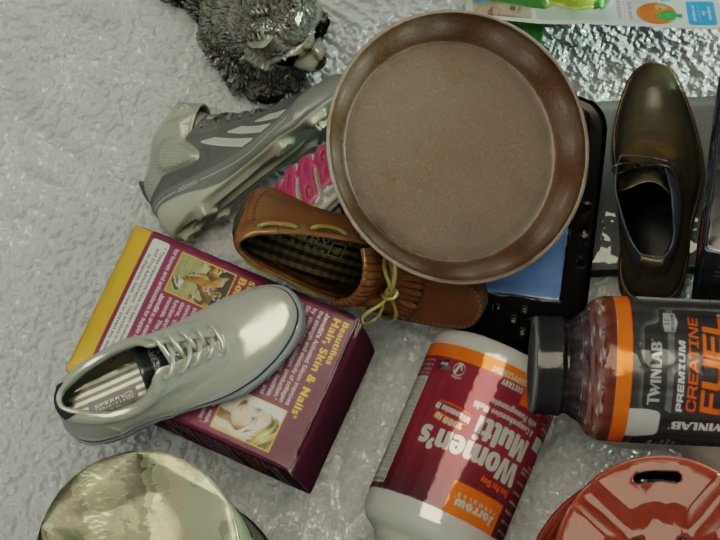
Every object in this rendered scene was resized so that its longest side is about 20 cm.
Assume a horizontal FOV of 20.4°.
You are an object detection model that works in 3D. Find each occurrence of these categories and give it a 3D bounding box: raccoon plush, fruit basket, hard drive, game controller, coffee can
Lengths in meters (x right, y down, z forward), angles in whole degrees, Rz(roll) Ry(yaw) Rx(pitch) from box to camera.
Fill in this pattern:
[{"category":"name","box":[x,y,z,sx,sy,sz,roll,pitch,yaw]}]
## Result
[{"category":"raccoon plush","box":[-0.110,-0.209,1.617,0.199,0.134,0.097,20,78,12]},{"category":"fruit basket","box":[0.181,-0.246,1.590,0.198,0.094,0.186,-2,35,5]},{"category":"hard drive","box":[0.251,-0.067,1.588,0.198,0.033,0.141,-3,74,6]},{"category":"game controller","box":[0.128,-0.036,1.524,0.103,0.042,0.202,5,99,-1]},{"category":"coffee can","box":[-0.142,0.222,1.462,0.145,0.200,0.148,-2,73,6]}]

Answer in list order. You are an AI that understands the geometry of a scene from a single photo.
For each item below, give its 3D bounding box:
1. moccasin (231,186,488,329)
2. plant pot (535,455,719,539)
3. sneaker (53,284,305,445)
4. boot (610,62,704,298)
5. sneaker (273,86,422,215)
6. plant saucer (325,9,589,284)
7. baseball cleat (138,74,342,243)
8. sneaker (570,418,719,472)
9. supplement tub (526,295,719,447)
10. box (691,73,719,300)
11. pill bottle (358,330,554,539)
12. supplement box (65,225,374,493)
[{"category":"moccasin","box":[0.001,-0.001,1.489,0.200,0.078,0.074,25,119,-14]},{"category":"plant pot","box":[0.211,0.222,1.424,0.199,0.195,0.203,-2,73,6]},{"category":"sneaker","box":[-0.131,0.070,1.465,0.199,0.071,0.073,-30,74,-1]},{"category":"boot","box":[0.228,-0.076,1.525,0.074,0.097,0.202,-1,74,6]},{"category":"sneaker","box":[0.001,-0.060,1.548,0.200,0.087,0.074,-42,31,25]},{"category":"plant saucer","box":[0.068,-0.089,1.463,0.198,0.034,0.202,2,83,-14]},{"category":"baseball cleat","box":[-0.096,-0.113,1.606,0.199,0.070,0.107,-37,72,9]},{"category":"sneaker","box":[0.265,0.101,1.523,0.198,0.075,0.089,16,64,12]},{"category":"supplement tub","box":[0.221,0.073,1.438,0.198,0.107,0.108,2,74,0]},{"category":"box","box":[0.308,-0.075,1.472,0.103,0.182,0.202,8,74,9]},{"category":"pill bottle","box":[0.068,0.156,1.505,0.109,0.110,0.201,21,77,12]},{"category":"supplement box","box":[-0.106,0.069,1.553,0.199,0.103,0.132,24,78,13]}]
